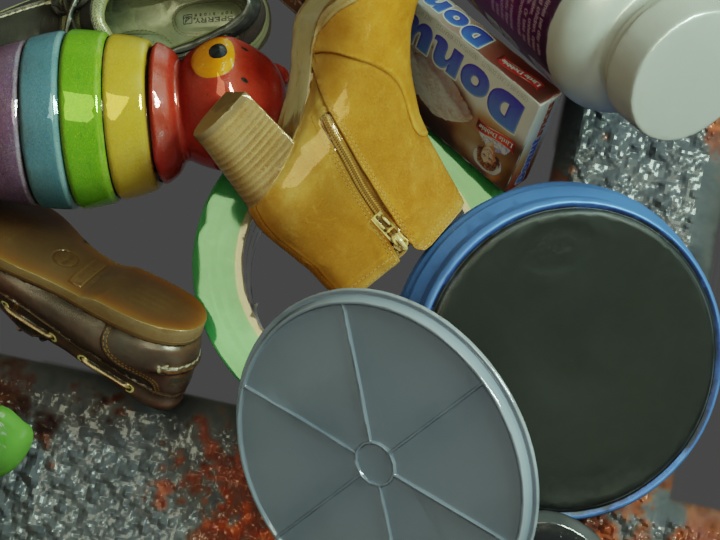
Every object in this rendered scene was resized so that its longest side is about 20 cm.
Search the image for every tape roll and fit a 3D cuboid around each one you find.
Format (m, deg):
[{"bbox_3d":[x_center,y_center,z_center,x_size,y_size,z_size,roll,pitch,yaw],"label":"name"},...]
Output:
[{"bbox_3d":[0.000,0.000,1.185,0.200,0.048,0.201,0,79,2],"label":"tape roll"}]

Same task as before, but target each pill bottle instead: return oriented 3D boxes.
[{"bbox_3d":[0.137,-0.161,1.136,0.112,0.112,0.200,-35,46,-4],"label":"pill bottle"}]

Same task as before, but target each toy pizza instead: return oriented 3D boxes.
[{"bbox_3d":[0.016,0.104,1.103,0.200,0.032,0.201,12,113,30],"label":"toy pizza"}]

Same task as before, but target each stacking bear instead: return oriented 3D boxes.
[{"bbox_3d":[-0.141,-0.093,1.149,0.199,0.114,0.122,-3,43,3],"label":"stacking bear"}]

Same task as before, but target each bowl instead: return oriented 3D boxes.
[{"bbox_3d":[0.118,0.050,1.135,0.200,0.039,0.201,-2,98,-13],"label":"bowl"}]

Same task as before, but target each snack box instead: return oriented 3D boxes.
[{"bbox_3d":[0.032,-0.135,1.163,0.200,0.072,0.024,42,48,22],"label":"snack box"}]

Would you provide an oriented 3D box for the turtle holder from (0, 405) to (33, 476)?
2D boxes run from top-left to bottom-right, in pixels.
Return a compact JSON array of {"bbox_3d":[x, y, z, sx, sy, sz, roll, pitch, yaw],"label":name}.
[{"bbox_3d":[-0.287,0.147,1.128,0.141,0.132,0.186,20,79,8],"label":"turtle holder"}]

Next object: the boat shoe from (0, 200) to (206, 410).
[{"bbox_3d":[-0.184,0.016,1.179,0.200,0.070,0.070,32,126,21],"label":"boat shoe"}]

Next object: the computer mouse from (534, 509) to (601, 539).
[{"bbox_3d":[0.110,0.234,1.132,0.138,0.053,0.201,-10,95,-2],"label":"computer mouse"}]

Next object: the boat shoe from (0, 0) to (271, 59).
[{"bbox_3d":[-0.157,-0.152,1.213,0.200,0.066,0.072,-8,79,1],"label":"boat shoe"}]

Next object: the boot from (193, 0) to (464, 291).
[{"bbox_3d":[0.015,-0.092,1.114,0.201,0.071,0.144,-47,110,-5],"label":"boot"}]
